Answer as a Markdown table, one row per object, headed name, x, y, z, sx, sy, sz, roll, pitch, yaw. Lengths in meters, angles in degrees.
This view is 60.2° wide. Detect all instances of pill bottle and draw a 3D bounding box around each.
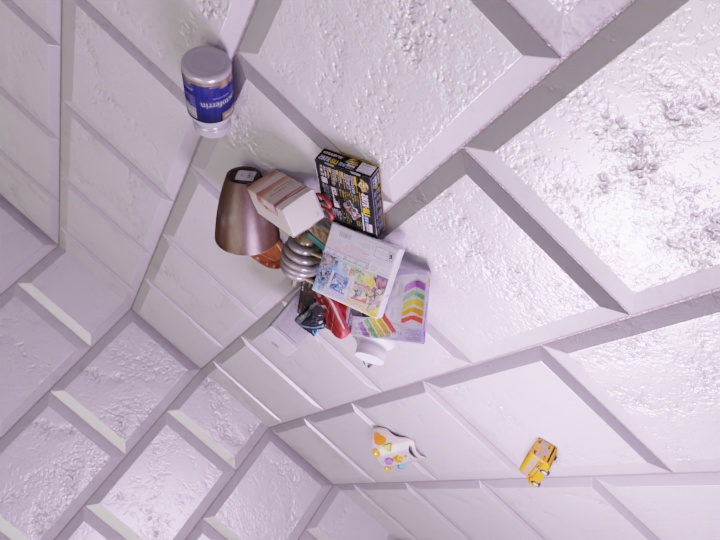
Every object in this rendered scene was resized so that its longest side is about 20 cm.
| name | x | y | z | sx | sy | sz | roll | pitch | yaw |
| --- | --- | --- | --- | --- | --- | --- | --- | --- | --- |
| pill bottle | 0.054 | 0.146 | 1.677 | 0.110 | 0.201 | 0.111 | 17 | 158 | 7 |
| pill bottle | -0.359 | -0.418 | 1.476 | 0.115 | 0.116 | 0.201 | 32 | 150 | 11 |

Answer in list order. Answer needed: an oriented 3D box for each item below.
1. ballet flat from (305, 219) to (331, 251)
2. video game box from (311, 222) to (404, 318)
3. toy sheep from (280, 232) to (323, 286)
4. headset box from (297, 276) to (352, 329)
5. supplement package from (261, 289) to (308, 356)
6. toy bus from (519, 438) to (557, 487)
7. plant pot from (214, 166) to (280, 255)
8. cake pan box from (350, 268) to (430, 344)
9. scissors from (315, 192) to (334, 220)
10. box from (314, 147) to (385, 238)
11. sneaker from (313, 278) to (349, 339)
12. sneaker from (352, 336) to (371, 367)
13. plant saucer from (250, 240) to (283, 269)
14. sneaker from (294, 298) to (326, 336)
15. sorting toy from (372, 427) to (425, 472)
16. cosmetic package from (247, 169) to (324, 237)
| name | x | y | z | sx | sy | sz | roll | pitch | yaw |
| --- | --- | --- | --- | --- | --- | --- | --- | --- | --- |
| ballet flat | -0.134 | -0.123 | 1.677 | 0.200 | 0.065 | 0.071 | 38 | 165 | 1 |
| video game box | -0.007 | -0.001 | 1.558 | 0.199 | 0.184 | 0.047 | 23 | -171 | 23 |
| toy sheep | -0.165 | -0.032 | 1.765 | 0.137 | 0.138 | 0.201 | 29 | 120 | 15 |
| headset box | -0.083 | 0.097 | 1.860 | 0.199 | 0.075 | 0.150 | 27 | 127 | 19 |
| supplement package | -0.202 | 0.156 | 1.984 | 0.114 | 0.200 | 0.109 | 42 | 149 | -6 |
| toy bus | 0.542 | 0.592 | 1.899 | 0.078 | 0.065 | 0.201 | 28 | 148 | 18 |
| plant pot | -0.316 | -0.178 | 1.716 | 0.186 | 0.187 | 0.201 | 25 | 133 | 22 |
| cake pan box | 0.074 | 0.084 | 1.580 | 0.198 | 0.186 | 0.052 | 6 | 175 | 20 |
| scissors | -0.122 | -0.181 | 1.574 | 0.200 | 0.014 | 0.074 | 35 | 153 | 49 |
| box | -0.022 | -0.183 | 1.493 | 0.159 | 0.049 | 0.201 | 21 | 145 | 23 |
| sneaker | -0.042 | 0.087 | 1.644 | 0.079 | 0.115 | 0.201 | 105 | 146 | -47 |
| sneaker | 0.002 | 0.216 | 1.985 | 0.115 | 0.075 | 0.201 | 27 | 138 | 27 |
| plant saucer | -0.310 | -0.087 | 1.945 | 0.199 | 0.032 | 0.201 | 28 | 149 | 18 |
| sneaker | -0.116 | 0.121 | 1.806 | 0.082 | 0.073 | 0.200 | 46 | 141 | 0 |
| sorting toy | 0.161 | 0.722 | 2.475 | 0.179 | 0.107 | 0.201 | -16 | 122 | 32 |
| cosmetic package | -0.193 | -0.174 | 1.578 | 0.200 | 0.103 | 0.088 | 32 | 151 | 47 |
